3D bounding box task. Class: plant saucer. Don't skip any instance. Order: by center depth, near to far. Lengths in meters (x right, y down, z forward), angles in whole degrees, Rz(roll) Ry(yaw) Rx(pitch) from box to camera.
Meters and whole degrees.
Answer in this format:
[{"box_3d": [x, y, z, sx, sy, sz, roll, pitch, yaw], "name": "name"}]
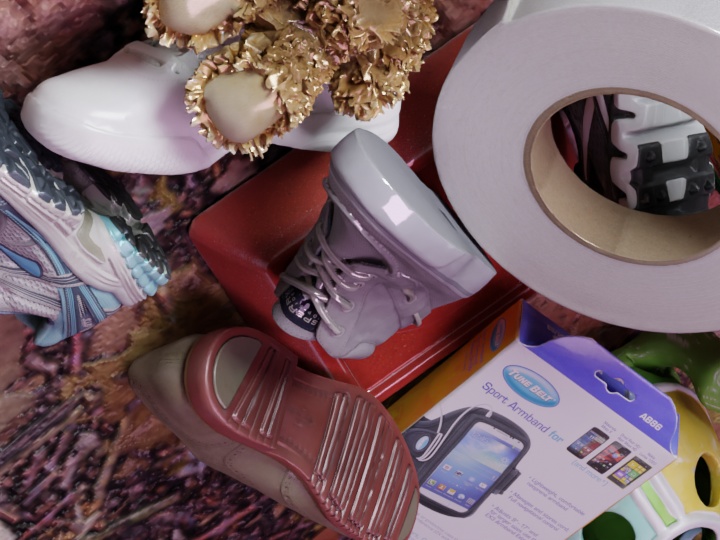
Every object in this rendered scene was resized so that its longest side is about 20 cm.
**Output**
[{"box_3d": [0.031, -0.016, 1.246, 0.200, 0.037, 0.200, -34, 143, -3], "name": "plant saucer"}]

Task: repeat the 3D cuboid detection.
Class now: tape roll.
[{"box_3d": [0.133, -0.055, 1.123, 0.203, 0.202, 0.037, 93, 17, -46], "name": "tape roll"}]

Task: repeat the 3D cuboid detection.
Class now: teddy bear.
[{"box_3d": [-0.012, -0.133, 1.035, 0.145, 0.067, 0.200, 47, 68, -25], "name": "teddy bear"}]

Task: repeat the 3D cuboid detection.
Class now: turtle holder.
[{"box_3d": [0.164, 0.118, 1.415, 0.185, 0.132, 0.141, -37, 143, 0], "name": "turtle holder"}]

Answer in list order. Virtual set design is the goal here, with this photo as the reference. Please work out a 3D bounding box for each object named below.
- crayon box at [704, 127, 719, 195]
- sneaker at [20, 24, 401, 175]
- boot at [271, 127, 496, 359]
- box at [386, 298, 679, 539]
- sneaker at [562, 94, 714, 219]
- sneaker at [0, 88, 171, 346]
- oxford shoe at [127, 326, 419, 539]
[{"box_3d": [0.241, -0.041, 1.252, 0.058, 0.200, 0.173, -37, 143, 0], "name": "crayon box"}, {"box_3d": [-0.062, -0.098, 1.068, 0.199, 0.075, 0.089, -11, 123, -40], "name": "sneaker"}, {"box_3d": [0.000, 0.000, 1.118, 0.095, 0.074, 0.200, -37, 161, 5], "name": "boot"}, {"box_3d": [0.081, 0.099, 1.316, 0.119, 0.042, 0.200, 36, 124, -19], "name": "box"}, {"box_3d": [0.134, -0.116, 1.198, 0.066, 0.090, 0.201, -10, 110, -31], "name": "sneaker"}, {"box_3d": [-0.162, -0.019, 1.052, 0.086, 0.078, 0.200, -38, 143, 7], "name": "sneaker"}, {"box_3d": [-0.041, 0.087, 1.259, 0.200, 0.075, 0.071, 44, 55, -40], "name": "oxford shoe"}]
